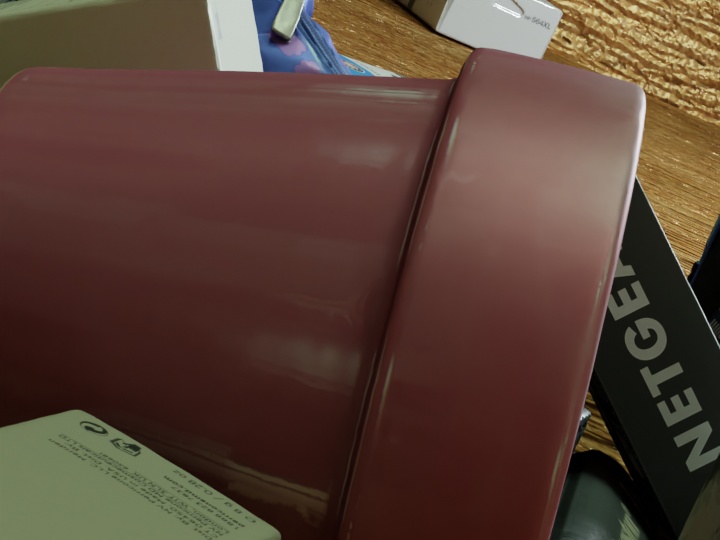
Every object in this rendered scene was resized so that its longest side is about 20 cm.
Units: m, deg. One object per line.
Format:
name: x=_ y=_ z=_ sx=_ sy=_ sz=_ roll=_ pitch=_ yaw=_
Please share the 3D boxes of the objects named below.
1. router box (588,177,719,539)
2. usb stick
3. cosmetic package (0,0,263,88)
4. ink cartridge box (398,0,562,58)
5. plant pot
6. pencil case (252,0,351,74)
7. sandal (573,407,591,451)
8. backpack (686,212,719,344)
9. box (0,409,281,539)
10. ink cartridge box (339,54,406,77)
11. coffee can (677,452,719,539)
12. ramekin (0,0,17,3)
router box: x=0.110 y=0.015 z=0.906 sx=0.200 sy=0.052 sz=0.157 roll=63 pitch=2 yaw=-5
usb stick: x=0.087 y=0.111 z=0.800 sx=0.055 sy=0.033 sz=0.200 roll=47 pitch=13 yaw=1
cosmetic package: x=-0.137 y=-0.054 z=0.735 sx=0.199 sy=0.073 sz=0.104 roll=-7 pitch=11 yaw=7
ink cartridge box: x=0.133 y=-0.325 z=2.536 sx=0.146 sy=0.085 sz=0.200 roll=19 pitch=15 yaw=-24
plant pot: x=-0.026 y=0.023 z=0.615 sx=0.178 sy=0.201 sz=0.200 roll=14 pitch=12 yaw=5
pencil case: x=-0.013 y=-0.034 z=0.839 sx=0.078 sy=0.087 sz=0.200 roll=-13 pitch=64 yaw=-40
sandal: x=0.055 y=0.072 z=0.825 sx=0.045 sy=0.075 sz=0.200 roll=32 pitch=5 yaw=5
backpack: x=0.264 y=0.024 z=1.125 sx=0.182 sy=0.200 sz=0.134 roll=30 pitch=13 yaw=23
box: x=-0.096 y=0.089 z=0.443 sx=0.068 sy=0.082 sz=0.200 roll=30 pitch=12 yaw=17
ink cartridge box: x=0.046 y=-0.059 z=1.304 sx=0.200 sy=0.086 sz=0.146 roll=12 pitch=19 yaw=-42
coffee can: x=0.215 y=0.126 z=0.741 sx=0.200 sy=0.147 sz=0.146 roll=26 pitch=13 yaw=5
ramekin: x=-0.174 y=-0.132 z=0.931 sx=0.105 sy=0.200 sz=0.200 roll=44 pitch=20 yaw=30
